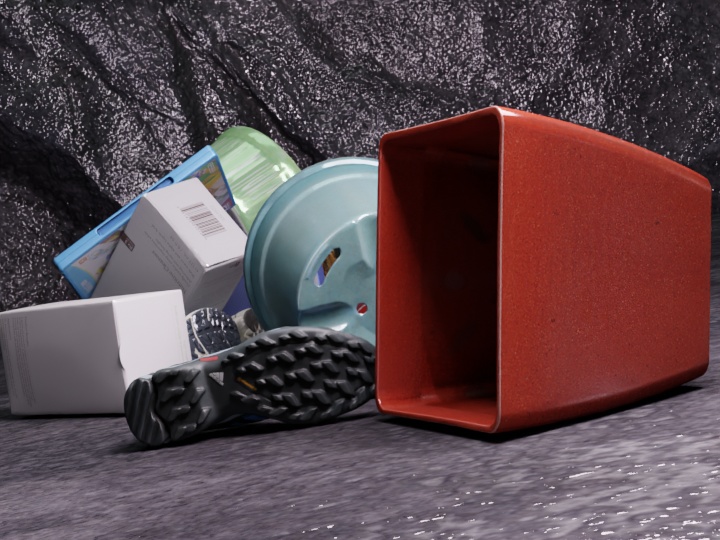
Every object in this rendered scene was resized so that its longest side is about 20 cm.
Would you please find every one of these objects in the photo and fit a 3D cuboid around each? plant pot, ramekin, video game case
[{"bbox_3d":[0.008,0.011,1.330,0.200,0.201,0.196,-9,11,-8],"label":"plant pot"},{"bbox_3d":[-0.143,-0.065,1.891,0.098,0.200,0.200,-35,16,-29],"label":"ramekin"},{"bbox_3d":[0.128,0.003,1.064,0.176,0.200,0.200,2,-2,-22],"label":"plant pot"},{"bbox_3d":[-0.225,-0.042,1.661,0.200,0.018,0.143,-37,-17,-9],"label":"video game case"}]

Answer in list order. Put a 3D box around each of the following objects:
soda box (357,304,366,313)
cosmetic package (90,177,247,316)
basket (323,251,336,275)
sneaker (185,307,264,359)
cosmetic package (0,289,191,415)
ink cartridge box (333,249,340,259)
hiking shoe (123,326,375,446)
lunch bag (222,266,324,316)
[{"bbox_3d":[0.058,0.047,1.517,0.200,0.070,0.063,-8,2,29],"label":"soda box"},{"bbox_3d":[-0.202,0.014,1.633,0.081,0.113,0.200,-22,-28,-46],"label":"cosmetic package"},{"bbox_3d":[-0.116,0.014,2.077,0.200,0.143,0.149,-8,4,26],"label":"basket"},{"bbox_3d":[-0.158,0.087,1.580,0.086,0.078,0.200,-21,-8,16],"label":"sneaker"},{"bbox_3d":[-0.254,0.080,1.485,0.200,0.108,0.085,-4,4,44],"label":"cosmetic package"},{"bbox_3d":[0.000,0.000,1.813,0.042,0.119,0.200,-18,15,-3],"label":"ink cartridge box"},{"bbox_3d":[-0.077,0.080,1.181,0.200,0.075,0.087,-9,3,7],"label":"hiking shoe"},{"bbox_3d":[-0.138,0.035,1.765,0.200,0.136,0.132,-9,2,32],"label":"lunch bag"}]
